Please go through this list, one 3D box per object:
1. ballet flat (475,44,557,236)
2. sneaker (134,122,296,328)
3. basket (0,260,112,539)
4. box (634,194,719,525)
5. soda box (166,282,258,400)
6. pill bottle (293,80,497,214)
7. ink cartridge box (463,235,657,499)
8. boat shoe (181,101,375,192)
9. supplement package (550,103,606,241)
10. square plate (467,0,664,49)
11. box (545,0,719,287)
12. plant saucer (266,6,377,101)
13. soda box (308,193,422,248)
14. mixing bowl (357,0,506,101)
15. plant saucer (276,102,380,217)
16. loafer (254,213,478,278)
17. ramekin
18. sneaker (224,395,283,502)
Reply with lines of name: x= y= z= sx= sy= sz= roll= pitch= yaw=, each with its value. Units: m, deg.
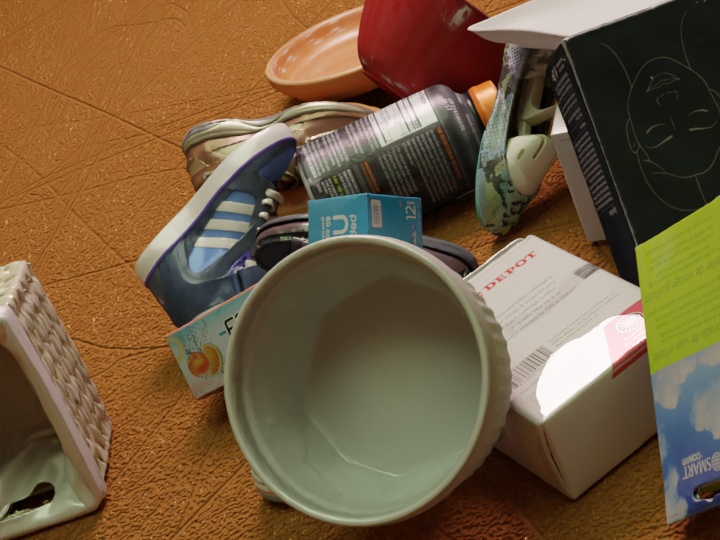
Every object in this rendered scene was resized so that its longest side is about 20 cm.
ballet flat: x=0.149 y=-0.130 z=1.657 sx=0.074 sy=0.074 sz=0.202 roll=-1 pitch=74 yaw=36
sneaker: x=-0.092 y=-0.017 z=1.684 sx=0.200 sy=0.146 sz=0.081 roll=-46 pitch=-12 yaw=-4
basket: x=-0.307 y=0.110 z=1.582 sx=0.135 sy=0.201 sz=0.124 roll=-19 pitch=25 yaw=10
box: x=0.243 y=0.062 z=1.259 sx=0.047 sy=0.202 sz=0.122 roll=4 pitch=-19 yaw=-23
soda box: x=-0.063 y=0.037 z=1.567 sx=0.199 sy=0.064 sz=0.068 roll=-29 pitch=-7 yaw=26
pill bottle: x=0.047 y=-0.104 z=1.729 sx=0.199 sy=0.107 sz=0.106 roll=-24 pitch=30 yaw=2
ink cartridge box: x=0.143 y=0.068 z=1.417 sx=0.145 sy=0.085 sz=0.200 roll=-36 pitch=34 yaw=-16
boat shoe: x=-0.074 y=-0.111 z=1.806 sx=0.198 sy=0.076 sz=0.072 roll=-10 pitch=66 yaw=9
supplement package: x=0.245 y=-0.137 z=1.621 sx=0.116 sy=0.117 sz=0.201 roll=-11 pitch=34 yaw=21
square plate: x=0.221 y=-0.225 z=1.594 sx=0.199 sy=0.029 sz=0.198 roll=-23 pitch=18 yaw=-21
box: x=0.271 y=-0.107 z=1.433 sx=0.198 sy=0.198 sz=0.124 roll=-19 pitch=-5 yaw=-2
plant saucer: x=-0.003 y=-0.234 z=1.999 sx=0.199 sy=0.038 sz=0.201 roll=-19 pitch=25 yaw=9
soda box: x=0.005 y=0.045 z=1.422 sx=0.067 sy=0.202 sz=0.064 roll=-5 pitch=-5 yaw=44
mixing bowl: x=0.070 y=-0.211 z=1.822 sx=0.109 sy=0.200 sz=0.200 roll=-54 pitch=33 yaw=1
plant saucer: x=-0.048 y=-0.110 z=1.877 sx=0.199 sy=0.038 sz=0.201 roll=-18 pitch=32 yaw=12
loafer: x=0.000 y=0.000 z=1.597 sx=0.198 sy=0.072 sz=0.063 roll=8 pitch=46 yaw=9
ramekin: x=0.014 y=0.077 z=1.317 sx=0.199 sy=0.202 sz=0.105 roll=-12 pitch=-6 yaw=22
sneaker: x=-0.026 y=0.076 z=1.484 sx=0.079 sy=0.131 sz=0.200 roll=10 pitch=45 yaw=46
